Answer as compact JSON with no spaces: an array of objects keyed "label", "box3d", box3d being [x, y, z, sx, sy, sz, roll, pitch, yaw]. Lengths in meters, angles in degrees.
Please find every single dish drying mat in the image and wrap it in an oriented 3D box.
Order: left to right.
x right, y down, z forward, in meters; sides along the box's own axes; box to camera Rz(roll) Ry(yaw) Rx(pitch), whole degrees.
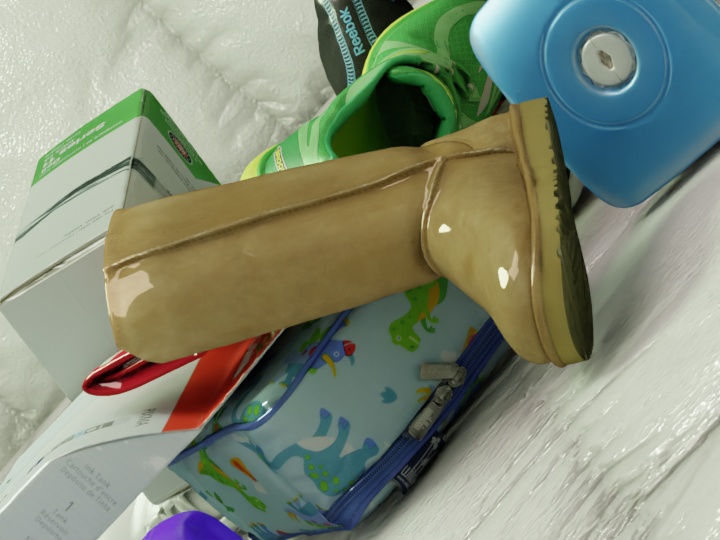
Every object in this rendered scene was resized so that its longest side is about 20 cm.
[{"label":"dish drying mat","box3d":[-0.059,0.004,1.254,0.077,0.018,0.200,-28,10,32]}]

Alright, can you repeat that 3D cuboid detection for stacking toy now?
[{"label":"stacking toy","box3d":[0.151,-0.121,1.213,0.110,0.116,0.200,-44,-5,33]}]

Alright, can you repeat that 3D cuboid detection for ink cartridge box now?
[{"label":"ink cartridge box","box3d":[-0.100,0.060,1.231,0.200,0.047,0.160,-48,5,13]},{"label":"ink cartridge box","box3d":[-0.111,0.011,1.406,0.083,0.147,0.200,-31,20,13]}]

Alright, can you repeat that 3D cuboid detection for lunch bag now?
[{"label":"lunch bag","box3d":[-0.003,0.046,1.233,0.161,0.082,0.200,-52,7,-21]}]

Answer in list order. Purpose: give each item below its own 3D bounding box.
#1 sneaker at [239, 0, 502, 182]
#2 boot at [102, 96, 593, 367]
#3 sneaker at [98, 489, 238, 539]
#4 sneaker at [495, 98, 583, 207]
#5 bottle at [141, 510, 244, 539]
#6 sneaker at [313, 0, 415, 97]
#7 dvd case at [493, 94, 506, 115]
[{"label":"sneaker","box3d":[0.026,-0.071,1.250,0.083,0.074,0.200,-21,19,46]},{"label":"boot","box3d":[-0.007,0.005,1.094,0.199,0.066,0.175,-15,26,8]},{"label":"sneaker","box3d":[-0.085,0.115,1.436,0.200,0.074,0.087,-49,11,0]},{"label":"sneaker","box3d":[0.104,-0.070,1.317,0.200,0.073,0.071,-56,15,10]},{"label":"bottle","box3d":[-0.111,0.192,1.095,0.200,0.084,0.065,-46,8,16]},{"label":"sneaker","box3d":[0.020,-0.119,1.411,0.073,0.082,0.200,-26,0,6]},{"label":"dvd case","box3d":[0.070,-0.086,1.439,0.200,0.022,0.146,-26,2,-13]}]
